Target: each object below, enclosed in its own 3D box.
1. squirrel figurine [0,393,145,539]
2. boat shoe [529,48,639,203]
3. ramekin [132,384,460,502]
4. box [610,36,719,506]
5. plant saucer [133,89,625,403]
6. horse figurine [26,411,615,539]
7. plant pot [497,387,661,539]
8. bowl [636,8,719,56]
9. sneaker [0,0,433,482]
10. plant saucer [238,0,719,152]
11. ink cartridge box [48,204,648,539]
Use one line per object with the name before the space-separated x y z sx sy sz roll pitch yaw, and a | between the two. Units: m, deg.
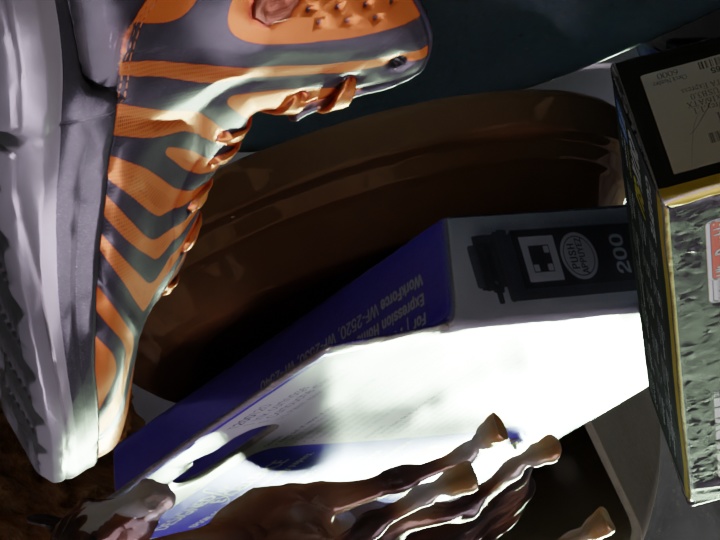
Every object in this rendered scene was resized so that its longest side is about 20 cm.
squirrel figurine | -0.171 0.111 0.894 0.200 0.142 0.187 -27 -171 24
boat shoe | 0.035 -0.044 0.908 0.200 0.072 0.066 -12 179 13
ramekin | -0.051 0.086 1.004 0.200 0.200 0.105 -23 -176 27
box | 0.157 -0.010 0.659 0.160 0.049 0.200 -17 151 0
plant saucer | 0.000 0.000 0.786 0.200 0.037 0.200 -16 164 -5
horse figurine | 0.001 0.086 0.760 0.132 0.050 0.200 -24 162 18
plant pot | 0.032 0.042 1.114 0.200 0.200 0.177 -23 -176 26
bowl | 0.181 -0.092 0.753 0.200 0.039 0.201 -22 -163 7
sneaker | -0.040 -0.029 0.556 0.112 0.078 0.200 -19 146 -21
plant saucer | 0.042 -0.085 0.661 0.201 0.039 0.201 -18 172 -3
ink cartridge box | 0.008 0.037 0.772 0.200 0.043 0.198 -6 160 -40
